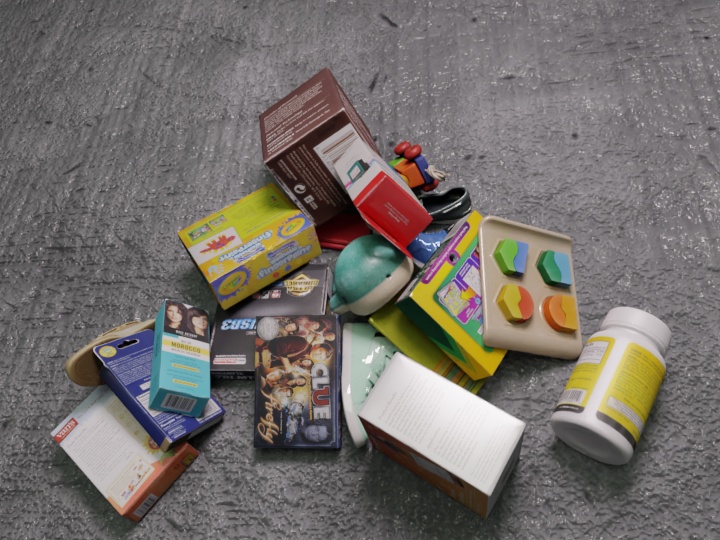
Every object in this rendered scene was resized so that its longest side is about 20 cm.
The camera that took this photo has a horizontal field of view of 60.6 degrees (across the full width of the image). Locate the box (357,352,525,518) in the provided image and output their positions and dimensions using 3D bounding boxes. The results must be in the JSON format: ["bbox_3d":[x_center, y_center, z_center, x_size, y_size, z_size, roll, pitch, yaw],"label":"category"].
[{"bbox_3d":[0.113,0.230,0.858,0.199,0.153,0.107,26,67,24],"label":"box"}]

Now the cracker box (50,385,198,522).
[{"bbox_3d":[-0.374,0.275,0.978,0.199,0.058,0.134,34,68,26],"label":"cracker box"}]

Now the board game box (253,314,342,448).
[{"bbox_3d":[-0.097,0.171,0.960,0.134,0.035,0.203,-3,81,9],"label":"board game box"}]

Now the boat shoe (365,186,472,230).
[{"bbox_3d":[0.104,-0.117,1.124,0.197,0.062,0.074,-7,57,4],"label":"boat shoe"}]

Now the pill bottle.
[{"bbox_3d":[0.362,0.159,0.879,0.113,0.115,0.201,25,66,23],"label":"pill bottle"}]

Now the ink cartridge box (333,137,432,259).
[{"bbox_3d":[0.037,-0.114,0.962,0.067,0.116,0.201,-45,34,13],"label":"ink cartridge box"}]

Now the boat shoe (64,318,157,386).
[{"bbox_3d":[-0.407,0.135,1.024,0.066,0.075,0.200,-1,12,29],"label":"boat shoe"}]

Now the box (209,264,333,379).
[{"bbox_3d":[-0.152,0.087,1.059,0.197,0.050,0.200,-1,58,11],"label":"box"}]

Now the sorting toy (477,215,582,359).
[{"bbox_3d":[0.266,0.025,0.949,0.183,0.036,0.202,11,70,-23],"label":"sorting toy"}]

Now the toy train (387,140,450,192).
[{"bbox_3d":[0.076,-0.159,1.100,0.115,0.085,0.200,-33,21,-1],"label":"toy train"}]

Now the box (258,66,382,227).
[{"bbox_3d":[-0.069,-0.223,1.111,0.163,0.166,0.201,-32,36,11],"label":"box"}]

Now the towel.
[{"bbox_3d":[0.110,0.116,0.957,0.200,0.018,0.086,42,57,6],"label":"towel"}]

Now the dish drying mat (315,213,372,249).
[{"bbox_3d":[-0.076,-0.080,1.164,0.198,0.018,0.077,8,60,15],"label":"dish drying mat"}]

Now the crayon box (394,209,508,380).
[{"bbox_3d":[0.177,0.036,0.960,0.172,0.058,0.200,44,62,-6],"label":"crayon box"}]

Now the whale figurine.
[{"bbox_3d":[0.000,0.000,1.003,0.159,0.200,0.104,-42,103,-15],"label":"whale figurine"}]

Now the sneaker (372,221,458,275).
[{"bbox_3d":[0.124,-0.046,1.068,0.199,0.077,0.112,34,76,22],"label":"sneaker"}]

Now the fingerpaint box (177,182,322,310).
[{"bbox_3d":[-0.195,-0.047,1.087,0.199,0.074,0.167,-31,46,-16],"label":"fingerpaint box"}]

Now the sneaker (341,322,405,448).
[{"bbox_3d":[0.032,0.170,0.958,0.117,0.074,0.202,-4,59,5],"label":"sneaker"}]

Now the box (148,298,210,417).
[{"bbox_3d":[-0.289,0.137,0.995,0.082,0.049,0.201,19,31,-27],"label":"box"}]

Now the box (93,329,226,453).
[{"bbox_3d":[-0.321,0.183,0.974,0.200,0.121,0.033,44,119,16],"label":"box"}]
